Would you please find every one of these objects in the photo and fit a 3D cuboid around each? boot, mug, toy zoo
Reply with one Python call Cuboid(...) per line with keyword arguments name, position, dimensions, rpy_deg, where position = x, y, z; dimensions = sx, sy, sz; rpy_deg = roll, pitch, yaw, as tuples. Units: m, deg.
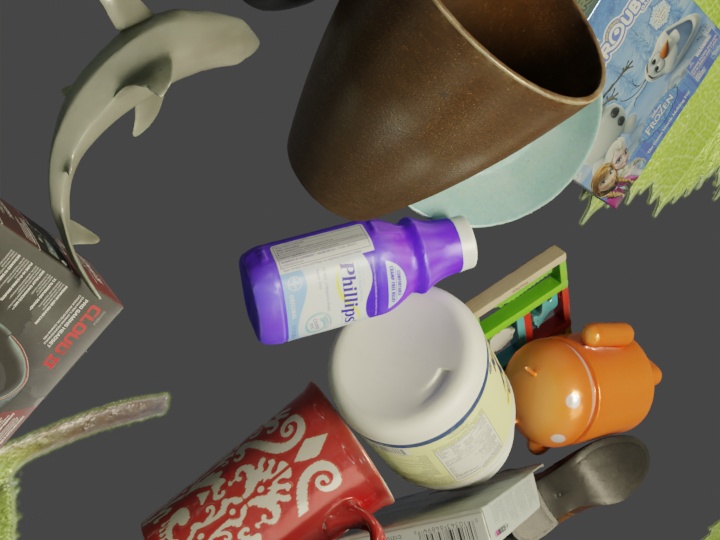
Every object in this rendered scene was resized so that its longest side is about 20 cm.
Cuboid(name="boot", position=(0.204, 0.241, 1.128), dimensions=(0.187, 0.069, 0.200), rpy_deg=(-34, 179, -15))
Cuboid(name="mug", position=(-0.081, 0.215, 0.898), dimensions=(0.199, 0.177, 0.134), rpy_deg=(-34, 107, -9))
Cuboid(name="toy zoo", position=(0.176, 0.083, 1.110), dimensions=(0.130, 0.020, 0.201), rpy_deg=(-32, 134, -18))

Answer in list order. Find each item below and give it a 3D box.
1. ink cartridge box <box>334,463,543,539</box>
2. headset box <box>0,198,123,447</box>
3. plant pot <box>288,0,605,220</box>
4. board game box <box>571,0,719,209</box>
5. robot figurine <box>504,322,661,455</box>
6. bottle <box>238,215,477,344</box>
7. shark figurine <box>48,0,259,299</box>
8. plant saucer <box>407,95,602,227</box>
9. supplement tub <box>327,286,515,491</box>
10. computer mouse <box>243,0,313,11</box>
Cuboid(name="ink cartridge box", position=(0.069, 0.246, 0.993), dimensions=(0.195, 0.044, 0.199), rpy_deg=(-20, 171, 26))
Cuboid(name="headset box", position=(-0.269, 0.026, 0.679), dimensions=(0.149, 0.075, 0.200), rpy_deg=(-48, 136, -2))
Cuboid(name="plant pot", position=(0.039, -0.132, 0.735), dimensions=(0.185, 0.189, 0.200), rpy_deg=(6, 143, -40))
Cuboid(name="board game box", position=(0.240, -0.181, 0.967), dimensions=(0.198, 0.043, 0.201), rpy_deg=(23, 103, -44))
Cuboid(name="robot figurine", position=(0.231, 0.126, 1.085), dimensions=(0.198, 0.118, 0.143), rpy_deg=(-4, 165, -37))
Cuboid(name="bottle", position=(0.000, 0.000, 0.855), dimensions=(0.198, 0.065, 0.084), rpy_deg=(-14, 128, -14))
Cuboid(name="shark figurine", position=(-0.153, -0.102, 0.664), dimensions=(0.216, 0.089, 0.128), rpy_deg=(-56, 134, -8))
Cuboid(name="plant saucer", position=(0.104, -0.133, 0.864), dimensions=(0.198, 0.039, 0.203), rpy_deg=(-4, 122, -6))
Cuboid(name="supplement tub", position=(0.065, 0.117, 0.945), dimensions=(0.145, 0.145, 0.200), rpy_deg=(-43, 147, -6))
Cuboid(name="computer mouse", position=(-0.020, -0.266, 0.696), dimensions=(0.138, 0.053, 0.201), rpy_deg=(21, 104, -45))
